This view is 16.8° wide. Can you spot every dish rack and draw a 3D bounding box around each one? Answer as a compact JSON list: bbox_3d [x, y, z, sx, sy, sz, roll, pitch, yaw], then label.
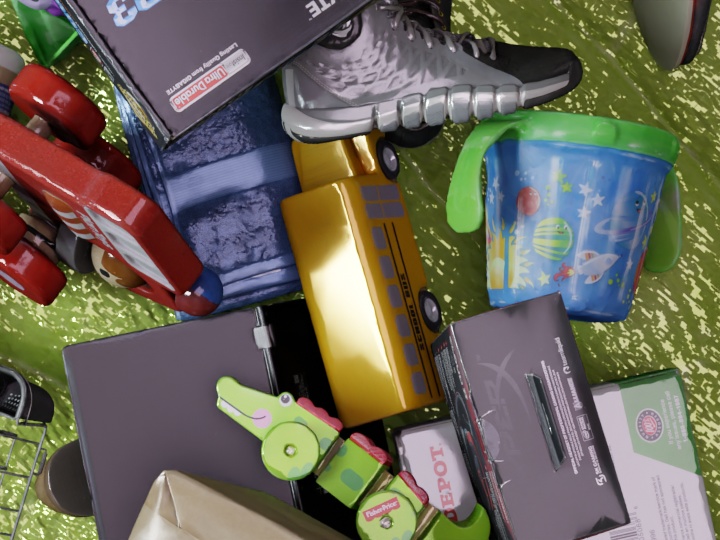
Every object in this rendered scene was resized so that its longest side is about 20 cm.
[{"bbox_3d":[-0.288,0.150,1.617,0.153,0.054,0.201,16,88,34],"label":"dish rack"}]

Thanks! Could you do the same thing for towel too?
[{"bbox_3d":[-0.099,-0.074,1.674,0.111,0.049,0.201,-15,89,-5],"label":"towel"}]

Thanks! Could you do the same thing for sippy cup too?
[{"bbox_3d":[0.140,-0.033,1.642,0.177,0.140,0.131,8,86,-4],"label":"sippy cup"}]

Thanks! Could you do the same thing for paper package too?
[{"bbox_3d":[-0.036,0.210,1.464,0.190,0.200,0.104,29,89,17],"label":"paper package"}]

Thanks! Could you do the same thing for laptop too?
[{"bbox_3d":[-0.080,0.122,1.639,0.116,0.200,0.188,-12,89,31],"label":"laptop"}]

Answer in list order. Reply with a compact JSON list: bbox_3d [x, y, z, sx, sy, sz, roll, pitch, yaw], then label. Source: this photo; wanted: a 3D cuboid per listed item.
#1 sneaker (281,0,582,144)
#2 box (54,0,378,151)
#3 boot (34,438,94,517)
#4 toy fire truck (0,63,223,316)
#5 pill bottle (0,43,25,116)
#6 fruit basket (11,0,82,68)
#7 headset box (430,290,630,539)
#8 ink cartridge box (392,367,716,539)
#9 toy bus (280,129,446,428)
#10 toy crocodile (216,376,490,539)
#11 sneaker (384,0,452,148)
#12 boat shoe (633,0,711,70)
[{"bbox_3d":[0.042,-0.152,1.563,0.199,0.075,0.116,-10,100,-7],"label":"sneaker"},{"bbox_3d":[-0.098,-0.210,1.493,0.200,0.050,0.199,-35,90,-12],"label":"box"},{"bbox_3d":[-0.127,0.127,1.662,0.199,0.075,0.074,-9,82,-22],"label":"boot"},{"bbox_3d":[-0.171,-0.029,1.577,0.168,0.200,0.112,31,77,24],"label":"toy fire truck"},{"bbox_3d":[-0.306,-0.066,1.628,0.111,0.111,0.201,18,87,-3],"label":"pill bottle"},{"bbox_3d":[-0.230,-0.217,1.593,0.215,0.216,0.156,-23,90,-5],"label":"fruit basket"},{"bbox_3d":[0.104,0.099,1.523,0.075,0.200,0.149,-17,84,-4],"label":"headset box"},{"bbox_3d":[0.131,0.158,1.663,0.199,0.083,0.147,-11,88,-4],"label":"ink cartridge box"},{"bbox_3d":[0.000,0.000,1.640,0.065,0.078,0.201,-18,86,29],"label":"toy bus"},{"bbox_3d":[-0.008,0.126,1.549,0.200,0.068,0.062,36,88,5],"label":"toy crocodile"},{"bbox_3d":[0.035,-0.187,1.658,0.074,0.106,0.201,-7,88,-4],"label":"sneaker"},{"bbox_3d":[0.228,-0.230,1.661,0.062,0.071,0.201,-19,128,-24],"label":"boat shoe"}]
